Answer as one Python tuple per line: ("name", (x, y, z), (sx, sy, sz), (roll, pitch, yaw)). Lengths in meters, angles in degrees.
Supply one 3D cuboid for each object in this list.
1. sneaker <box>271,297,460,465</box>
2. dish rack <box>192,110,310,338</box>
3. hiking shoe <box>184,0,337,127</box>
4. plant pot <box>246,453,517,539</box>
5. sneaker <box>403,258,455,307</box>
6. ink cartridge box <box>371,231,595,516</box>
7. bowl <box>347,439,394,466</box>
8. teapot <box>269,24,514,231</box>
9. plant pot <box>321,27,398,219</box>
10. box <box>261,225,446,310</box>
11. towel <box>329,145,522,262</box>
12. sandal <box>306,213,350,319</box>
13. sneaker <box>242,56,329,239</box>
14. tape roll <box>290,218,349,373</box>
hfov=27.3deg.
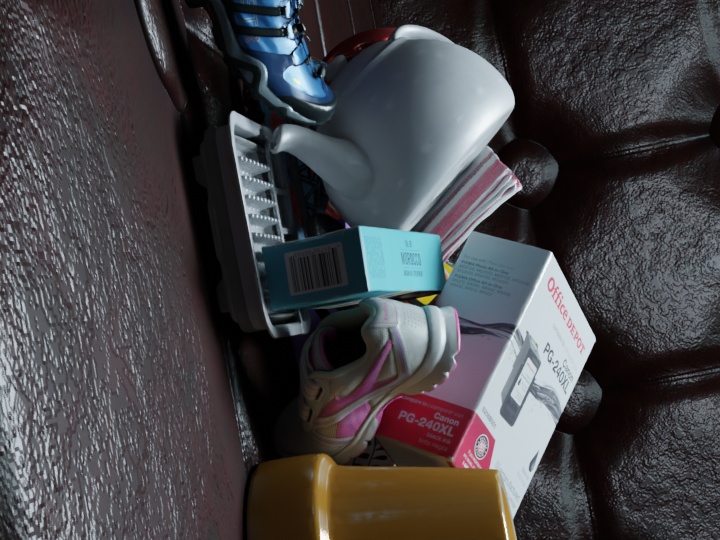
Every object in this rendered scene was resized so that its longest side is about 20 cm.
("sneaker", (-0.015, 0.079, 1.149), (0.088, 0.200, 0.082), (26, 37, -28))
("dish rack", (-0.086, -0.030, 1.169), (0.200, 0.043, 0.174), (6, 74, -83))
("hiking shoe", (-0.072, -0.197, 1.130), (0.200, 0.086, 0.075), (50, 22, -22))
("plant pot", (0.028, 0.228, 1.108), (0.200, 0.181, 0.203), (-11, 90, -83))
("sneaker", (0.028, 0.014, 1.469), (0.070, 0.090, 0.200), (39, -10, -9))
("ink cartridge box", (0.107, 0.092, 1.235), (0.201, 0.083, 0.146), (-61, 144, -21))
("bowl", (0.014, 0.162, 1.344), (0.201, 0.094, 0.201), (-50, 161, -23))
("teapot", (0.030, -0.132, 1.282), (0.146, 0.198, 0.200), (42, -2, 4))
("plant pot", (0.028, -0.152, 1.669), (0.183, 0.198, 0.203), (-81, 159, -65))
("box", (0.000, 0.000, 1.162), (0.200, 0.081, 0.050), (2, 77, -70))
("towel", (0.051, -0.081, 1.407), (0.030, 0.146, 0.200), (39, 7, -43))
("sandal", (-0.013, 0.030, 1.302), (0.201, 0.047, 0.076), (58, 24, -45))
("sneaker", (-0.043, -0.099, 1.347), (0.079, 0.094, 0.203), (-159, -123, -79))
("tape roll", (-0.023, 0.053, 1.467), (0.200, 0.065, 0.203), (-11, 90, -82))
